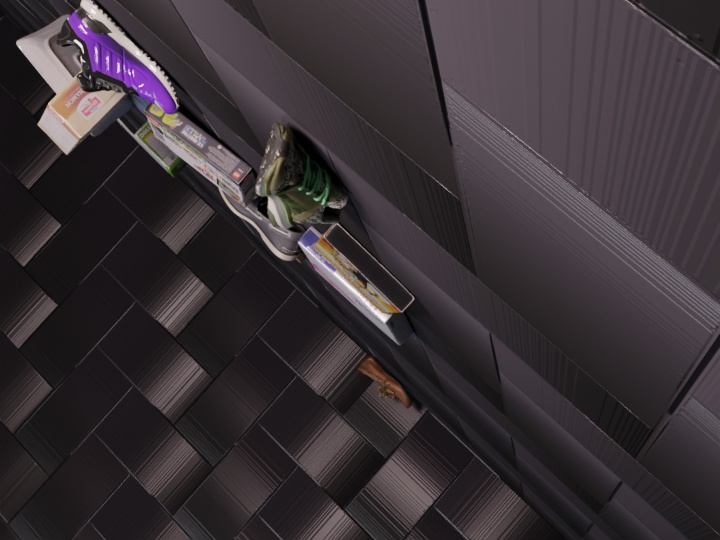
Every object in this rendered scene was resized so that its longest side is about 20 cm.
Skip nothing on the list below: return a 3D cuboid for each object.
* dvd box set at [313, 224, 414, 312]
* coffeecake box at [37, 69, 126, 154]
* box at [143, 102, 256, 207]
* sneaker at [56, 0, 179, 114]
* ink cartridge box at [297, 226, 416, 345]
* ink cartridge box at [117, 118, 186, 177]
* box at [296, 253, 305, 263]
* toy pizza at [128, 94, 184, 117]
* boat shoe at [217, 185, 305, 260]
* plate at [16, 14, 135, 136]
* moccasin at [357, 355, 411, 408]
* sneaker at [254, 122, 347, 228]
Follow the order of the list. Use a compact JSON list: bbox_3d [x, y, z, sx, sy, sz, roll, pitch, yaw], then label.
[{"bbox_3d":[0.000,0.000,1.485,0.146,0.029,0.200,44,174,-4],"label":"dvd box set"},{"bbox_3d":[-0.426,-0.273,1.703,0.073,0.154,0.199,45,163,-14],"label":"coffeecake box"},{"bbox_3d":[-0.254,-0.189,1.726,0.199,0.035,0.110,38,167,9],"label":"box"},{"bbox_3d":[-0.349,-0.281,1.530,0.200,0.100,0.070,45,176,-12],"label":"sneaker"},{"bbox_3d":[-0.003,0.035,1.712,0.196,0.043,0.200,41,172,20],"label":"ink cartridge box"},{"bbox_3d":[-0.422,-0.287,2.146,0.200,0.076,0.148,45,175,-5],"label":"ink cartridge box"},{"bbox_3d":[-0.202,-0.105,2.188,0.163,0.021,0.200,41,173,31],"label":"box"},{"bbox_3d":[-0.339,-0.273,1.868,0.200,0.032,0.200,41,171,8],"label":"toy pizza"},{"bbox_3d":[-0.163,-0.108,1.818,0.200,0.072,0.063,48,133,14],"label":"boat shoe"},{"bbox_3d":[-0.478,-0.348,1.864,0.201,0.032,0.200,52,-156,-14],"label":"plate"},{"bbox_3d":[0.075,0.349,3.266,0.201,0.078,0.074,43,175,9],"label":"moccasin"},{"bbox_3d":[-0.055,-0.095,1.121,0.087,0.078,0.200,11,168,6],"label":"sneaker"}]
